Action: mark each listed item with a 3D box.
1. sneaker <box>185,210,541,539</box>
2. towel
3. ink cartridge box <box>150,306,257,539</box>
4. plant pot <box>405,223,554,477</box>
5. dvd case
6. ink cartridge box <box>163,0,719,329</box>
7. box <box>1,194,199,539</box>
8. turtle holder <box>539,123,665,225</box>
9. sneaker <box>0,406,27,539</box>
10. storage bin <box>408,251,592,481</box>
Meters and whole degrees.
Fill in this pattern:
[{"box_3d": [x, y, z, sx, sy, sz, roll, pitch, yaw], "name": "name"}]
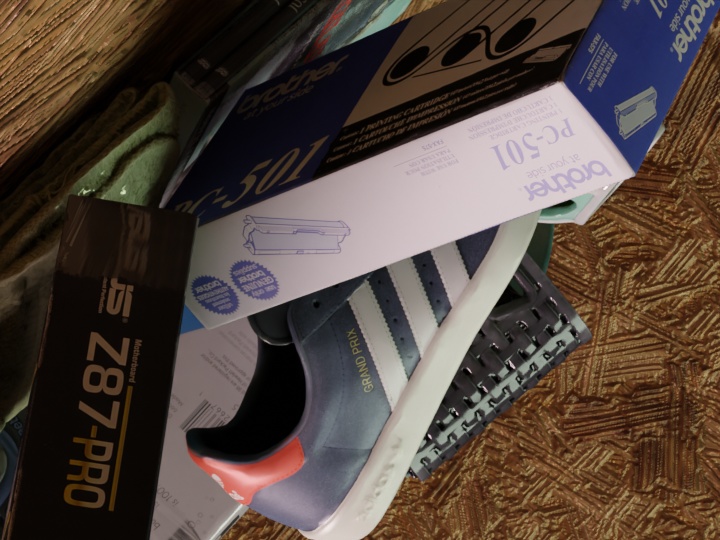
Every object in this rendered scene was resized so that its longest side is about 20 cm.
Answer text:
[{"box_3d": [0.000, 0.000, 1.022, 0.200, 0.084, 0.075, -66, -157, 1], "name": "sneaker"}, {"box_3d": [-0.127, 0.019, 0.995, 0.148, 0.036, 0.200, -45, 175, -24], "name": "towel"}, {"box_3d": [-0.118, 0.093, 1.210, 0.200, 0.116, 0.067, -47, 176, -11], "name": "ink cartridge box"}, {"box_3d": [0.046, 0.008, 1.932, 0.141, 0.141, 0.200, -52, -179, 43], "name": "plant pot"}, {"box_3d": [-0.024, -0.093, 1.112, 0.200, 0.022, 0.146, -44, 174, -33], "name": "dvd case"}, {"box_3d": [0.021, -0.048, 0.939, 0.200, 0.044, 0.094, -20, -151, 43], "name": "ink cartridge box"}, {"box_3d": [-0.095, 0.091, 0.925, 0.200, 0.049, 0.161, 108, -11, -62], "name": "box"}, {"box_3d": [0.109, -0.107, 1.553, 0.141, 0.132, 0.186, -42, 173, -48], "name": "turtle holder"}, {"box_3d": [-0.198, 0.135, 1.109, 0.200, 0.075, 0.087, -47, 180, -12], "name": "sneaker"}, {"box_3d": [0.006, -0.002, 1.168, 0.094, 0.135, 0.200, -41, -172, -3], "name": "storage bin"}]
